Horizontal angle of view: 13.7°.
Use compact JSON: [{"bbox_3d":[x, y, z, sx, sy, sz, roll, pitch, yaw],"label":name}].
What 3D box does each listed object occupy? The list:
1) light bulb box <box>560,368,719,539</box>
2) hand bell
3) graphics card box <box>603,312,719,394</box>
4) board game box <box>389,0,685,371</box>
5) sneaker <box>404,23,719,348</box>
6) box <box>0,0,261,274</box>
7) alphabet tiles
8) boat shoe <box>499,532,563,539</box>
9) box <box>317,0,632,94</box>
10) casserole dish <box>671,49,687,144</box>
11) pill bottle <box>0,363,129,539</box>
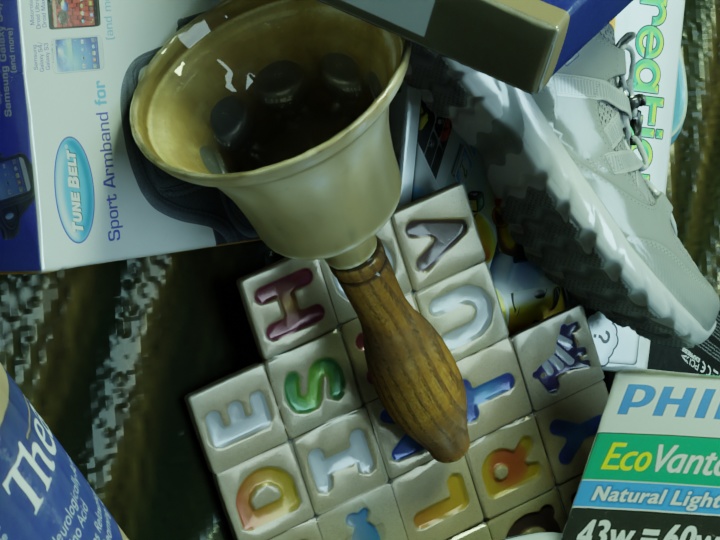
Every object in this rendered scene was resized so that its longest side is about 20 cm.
[{"bbox_3d":[0.154,0.175,1.151,0.198,0.124,0.201,59,44,-45],"label":"light bulb box"},{"bbox_3d":[0.000,0.000,1.100,0.104,0.104,0.200,-57,140,-32],"label":"hand bell"},{"bbox_3d":[0.117,0.105,1.294,0.125,0.051,0.201,32,67,-42],"label":"graphics card box"},{"bbox_3d":[0.066,-0.062,1.210,0.126,0.035,0.201,5,92,-28],"label":"board game box"},{"bbox_3d":[0.087,-0.057,1.158,0.082,0.075,0.200,-41,109,-16],"label":"sneaker"},{"bbox_3d":[-0.076,-0.065,1.091,0.200,0.041,0.120,-11,97,-50],"label":"box"},{"bbox_3d":[0.025,0.075,1.172,0.167,0.008,0.201,-24,109,-19],"label":"alphabet tiles"},{"bbox_3d":[0.002,0.139,1.132,0.200,0.068,0.072,-23,131,-32],"label":"boat shoe"},{"bbox_3d":[0.050,-0.131,1.089,0.200,0.121,0.033,-42,153,-57],"label":"box"},{"bbox_3d":[0.089,-0.118,1.277,0.121,0.039,0.201,-29,110,-44],"label":"casserole dish"},{"bbox_3d":[-0.153,0.068,0.948,0.111,0.111,0.200,-55,127,-33],"label":"pill bottle"}]
